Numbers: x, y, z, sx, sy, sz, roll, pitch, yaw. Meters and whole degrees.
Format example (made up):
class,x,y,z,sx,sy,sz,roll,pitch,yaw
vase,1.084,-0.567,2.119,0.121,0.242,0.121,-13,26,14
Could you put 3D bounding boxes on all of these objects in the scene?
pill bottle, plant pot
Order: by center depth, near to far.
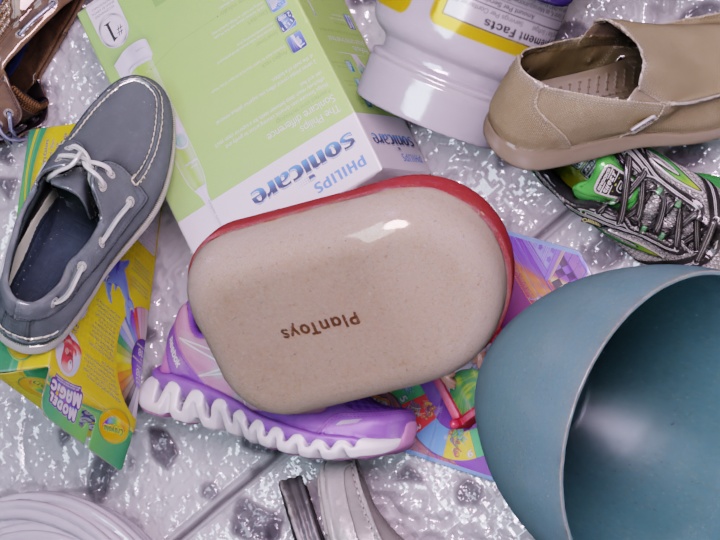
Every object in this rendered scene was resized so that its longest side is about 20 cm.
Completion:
class,x,y,z,sx,sy,sz,roll,pitch,yaw
plant pot,0.146,0.085,1.606,0.135,0.200,0.201,17,97,48
pill bottle,0.077,-0.185,1.663,0.114,0.114,0.200,26,100,21

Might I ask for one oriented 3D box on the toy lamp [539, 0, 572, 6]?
class,x,y,z,sx,sy,sz,roll,pitch,yaw
toy lamp,0.175,-0.181,1.596,0.199,0.058,0.058,2,91,-10

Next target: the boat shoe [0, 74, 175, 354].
class,x,y,z,sx,sy,sz,roll,pitch,yaw
boat shoe,-0.169,-0.043,1.664,0.073,0.062,0.200,23,68,7

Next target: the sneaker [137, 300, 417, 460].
class,x,y,z,sx,sy,sz,roll,pitch,yaw
sneaker,-0.052,0.068,1.729,0.200,0.080,0.089,14,94,29

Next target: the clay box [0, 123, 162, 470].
class,x,y,z,sx,sy,sz,roll,pitch,yaw
clay box,-0.183,0.020,1.736,0.047,0.115,0.201,-5,63,24

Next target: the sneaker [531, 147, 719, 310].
class,x,y,z,sx,sy,sz,roll,pitch,yaw
sneaker,0.172,-0.037,1.637,0.200,0.085,0.078,33,103,20

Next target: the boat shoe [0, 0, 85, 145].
class,x,y,z,sx,sy,sz,roll,pitch,yaw
boat shoe,-0.252,-0.121,1.827,0.072,0.072,0.200,29,101,19

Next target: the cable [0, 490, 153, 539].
class,x,y,z,sx,sy,sz,roll,pitch,yaw
cable,-0.206,0.248,1.809,0.200,0.069,0.200,-24,80,22

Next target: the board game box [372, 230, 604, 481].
class,x,y,z,sx,sy,sz,roll,pitch,yaw
board game box,0.054,0.046,1.710,0.200,0.039,0.158,17,96,23

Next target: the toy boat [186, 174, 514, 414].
class,x,y,z,sx,sy,sz,roll,pitch,yaw
toy boat,0.000,0.000,1.651,0.200,0.131,0.131,-14,116,23

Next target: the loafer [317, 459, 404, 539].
class,x,y,z,sx,sy,sz,roll,pitch,yaw
loafer,0.030,0.208,1.711,0.070,0.070,0.200,-24,82,7

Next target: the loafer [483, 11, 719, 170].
class,x,y,z,sx,sy,sz,roll,pitch,yaw
loafer,0.170,-0.115,1.598,0.200,0.068,0.076,-20,54,-17

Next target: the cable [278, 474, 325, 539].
class,x,y,z,sx,sy,sz,roll,pitch,yaw
cable,-0.026,0.230,1.717,0.050,0.097,0.200,-22,82,2

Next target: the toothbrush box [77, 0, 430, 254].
class,x,y,z,sx,sy,sz,roll,pitch,yaw
toothbrush box,-0.070,-0.115,1.741,0.145,0.086,0.200,-31,77,21
